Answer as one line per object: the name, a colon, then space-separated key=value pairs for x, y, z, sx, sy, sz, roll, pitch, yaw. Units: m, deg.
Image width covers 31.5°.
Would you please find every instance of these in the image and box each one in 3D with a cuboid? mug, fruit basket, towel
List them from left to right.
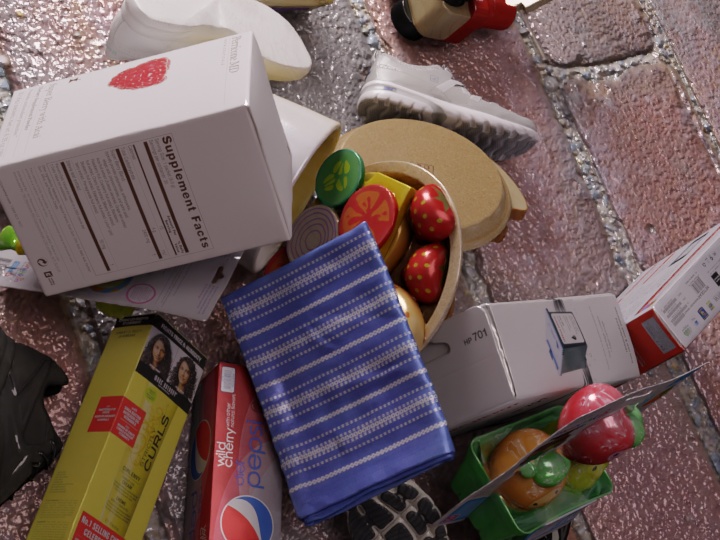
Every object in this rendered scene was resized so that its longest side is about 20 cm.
mug: x=-0.117 y=-0.100 z=1.131 sx=0.152 sy=0.187 sz=0.151 roll=30 pitch=89 yaw=3
towel: x=-0.021 y=0.082 z=1.005 sx=0.024 sy=0.143 sz=0.203 roll=18 pitch=49 yaw=-67
fruit basket: x=0.174 y=0.149 z=1.040 sx=0.184 sy=0.200 sz=0.095 roll=-13 pitch=71 yaw=-43

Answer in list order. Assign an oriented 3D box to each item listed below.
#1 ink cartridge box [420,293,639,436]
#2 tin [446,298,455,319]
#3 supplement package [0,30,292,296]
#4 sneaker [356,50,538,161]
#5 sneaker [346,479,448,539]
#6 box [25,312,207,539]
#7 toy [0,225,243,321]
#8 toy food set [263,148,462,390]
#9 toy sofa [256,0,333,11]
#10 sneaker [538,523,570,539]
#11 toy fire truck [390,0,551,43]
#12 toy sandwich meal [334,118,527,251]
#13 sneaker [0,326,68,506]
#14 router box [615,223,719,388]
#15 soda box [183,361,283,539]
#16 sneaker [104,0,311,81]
ink cartridge box: x=0.127 y=0.085 z=1.119 sx=0.198 sy=0.146 sz=0.087 roll=-5 pitch=73 yaw=-48
tin: x=0.016 y=0.053 z=1.175 sx=0.111 sy=0.042 sz=0.201 roll=35 pitch=56 yaw=-5
supplement package: x=-0.159 y=-0.082 z=0.967 sx=0.197 sy=0.121 sz=0.122 roll=-13 pitch=35 yaw=6
sneaker: x=0.095 y=-0.172 z=1.295 sx=0.197 sy=0.075 sz=0.083 roll=17 pitch=62 yaw=-20
sneaker: x=0.013 y=0.181 z=1.088 sx=0.077 sy=0.080 sz=0.202 roll=-29 pitch=101 yaw=5
box: x=-0.188 y=0.138 z=1.003 sx=0.075 sy=0.050 sz=0.202 roll=48 pitch=48 yaw=-39
toy: x=-0.199 y=0.002 z=1.035 sx=0.197 sy=0.048 sz=0.116 roll=12 pitch=39 yaw=9
toy food set: x=0.000 y=0.000 z=1.078 sx=0.048 sy=0.197 sz=0.202 roll=24 pitch=92 yaw=-47
toy sofa: x=-0.131 y=-0.292 z=1.238 sx=0.197 sy=0.097 sz=0.084 roll=-8 pitch=96 yaw=-31
sneaker: x=0.143 y=0.261 z=1.117 sx=0.071 sy=0.083 sz=0.200 roll=41 pitch=53 yaw=-4
toy fire truck: x=0.132 y=-0.337 z=1.374 sx=0.198 sy=0.128 sz=0.179 roll=3 pitch=65 yaw=-39
toy sandwich meal: x=0.055 y=-0.069 z=1.214 sx=0.202 sy=0.071 sz=0.207 roll=8 pitch=42 yaw=-8
sneaker: x=-0.274 y=0.143 z=0.960 sx=0.090 sy=0.076 sz=0.203 roll=25 pitch=60 yaw=-24
router box: x=0.295 y=0.035 z=1.244 sx=0.049 sy=0.179 sz=0.199 roll=50 pitch=56 yaw=2
soda box: x=-0.103 y=0.183 z=1.030 sx=0.063 sy=0.070 sz=0.203 roll=13 pitch=61 yaw=-23
sneaker: x=-0.142 y=-0.205 z=1.180 sx=0.198 sy=0.089 sz=0.076 roll=10 pitch=50 yaw=-35
